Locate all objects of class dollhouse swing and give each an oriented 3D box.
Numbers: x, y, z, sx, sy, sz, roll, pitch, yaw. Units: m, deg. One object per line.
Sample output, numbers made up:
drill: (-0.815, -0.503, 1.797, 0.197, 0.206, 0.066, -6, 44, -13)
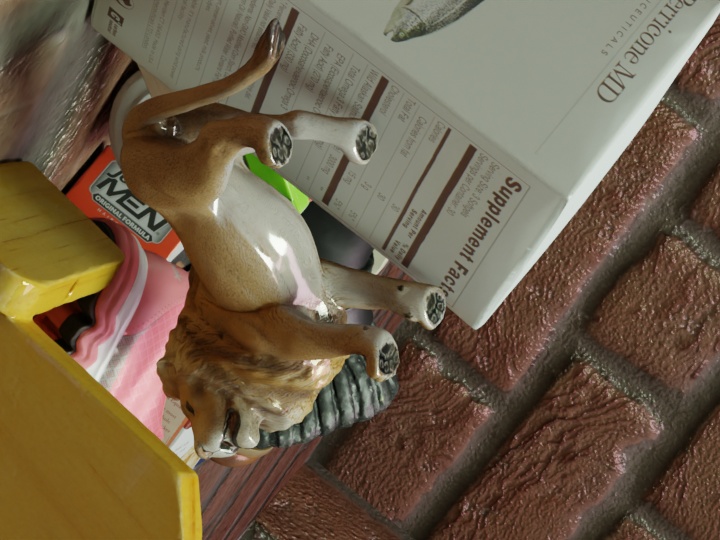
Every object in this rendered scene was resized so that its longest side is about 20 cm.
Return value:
dollhouse swing: (-0.144, 0.091, 0.887, 0.200, 0.176, 0.182, -54, 174, 11)

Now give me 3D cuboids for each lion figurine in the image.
lion figurine: (-0.046, -0.013, 0.853, 0.073, 0.122, 0.201, -51, 136, -39)

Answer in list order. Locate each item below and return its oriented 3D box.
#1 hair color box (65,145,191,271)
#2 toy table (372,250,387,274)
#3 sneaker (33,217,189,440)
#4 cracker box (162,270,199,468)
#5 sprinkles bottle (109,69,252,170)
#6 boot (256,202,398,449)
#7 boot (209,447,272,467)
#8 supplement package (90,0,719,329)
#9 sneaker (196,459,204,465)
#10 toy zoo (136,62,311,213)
hair color box: (-0.158, 0.045, 1.077, 0.200, 0.061, 0.102, -52, 174, -12)
toy table: (0.014, -0.103, 1.293, 0.184, 0.117, 0.200, -56, 175, 23)
sneaker: (-0.128, 0.079, 0.980, 0.087, 0.074, 0.201, 24, 102, -39)
cracker box: (-0.119, 0.094, 1.097, 0.200, 0.058, 0.134, -55, 174, 17)
sprinkles bottle: (-0.052, -0.087, 1.092, 0.068, 0.068, 0.200, -55, 175, 24)
boot: (0.000, -0.001, 1.185, 0.210, 0.159, 0.079, -15, -168, 18)
boot: (-0.133, 0.113, 1.392, 0.156, 0.077, 0.200, -53, -147, 6)
supplement package: (0.014, -0.098, 0.864, 0.117, 0.200, 0.117, -50, 174, -29)
sneaker: (-0.142, 0.129, 1.299, 0.074, 0.083, 0.200, 2, 157, -43)
toy zoo: (-0.021, -0.113, 1.005, 0.200, 0.020, 0.132, -50, 135, -36)
